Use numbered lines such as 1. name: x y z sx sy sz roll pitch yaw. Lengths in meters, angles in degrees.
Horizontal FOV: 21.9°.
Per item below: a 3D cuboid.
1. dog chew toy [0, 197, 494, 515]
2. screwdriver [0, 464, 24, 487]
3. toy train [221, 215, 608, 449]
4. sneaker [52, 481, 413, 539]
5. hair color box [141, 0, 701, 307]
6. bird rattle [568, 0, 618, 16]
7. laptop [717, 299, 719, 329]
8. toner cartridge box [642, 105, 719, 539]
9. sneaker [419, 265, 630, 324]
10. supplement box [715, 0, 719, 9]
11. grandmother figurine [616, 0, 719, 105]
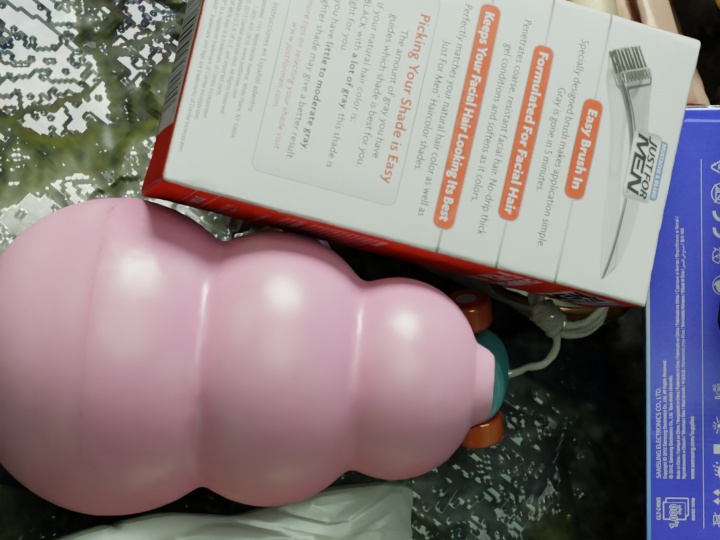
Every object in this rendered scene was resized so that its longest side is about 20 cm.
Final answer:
1. dog chew toy: -0.047 0.038 0.728 0.198 0.125 0.125 5 68 2
2. screwdriver: -0.061 0.079 0.806 0.199 0.028 0.029 -1 41 -19
3. toy train: 0.000 0.000 0.788 0.199 0.150 0.056 35 27 -4
4. sneaker: -0.066 0.137 0.758 0.199 0.070 0.081 -6 80 -17
5. hair color box: 0.024 -0.060 0.735 0.199 0.064 0.112 15 84 -13
6. bird rattle: 0.055 -0.120 0.823 0.198 0.113 0.164 0 81 -4
7. laptop: 0.243 -0.025 0.809 0.199 0.103 0.179 15 75 -7
8. toner cartridge box: 0.145 0.035 0.817 0.043 0.095 0.202 0 85 7
9. sneaker: 0.040 -0.034 0.840 0.199 0.085 0.073 23 84 -7
10. supplement box: 0.221 -0.121 0.918 0.066 0.069 0.201 -30 93 16
11. grandmother figurine: 0.151 -0.073 0.910 0.121 0.061 0.201 -12 73 -23
